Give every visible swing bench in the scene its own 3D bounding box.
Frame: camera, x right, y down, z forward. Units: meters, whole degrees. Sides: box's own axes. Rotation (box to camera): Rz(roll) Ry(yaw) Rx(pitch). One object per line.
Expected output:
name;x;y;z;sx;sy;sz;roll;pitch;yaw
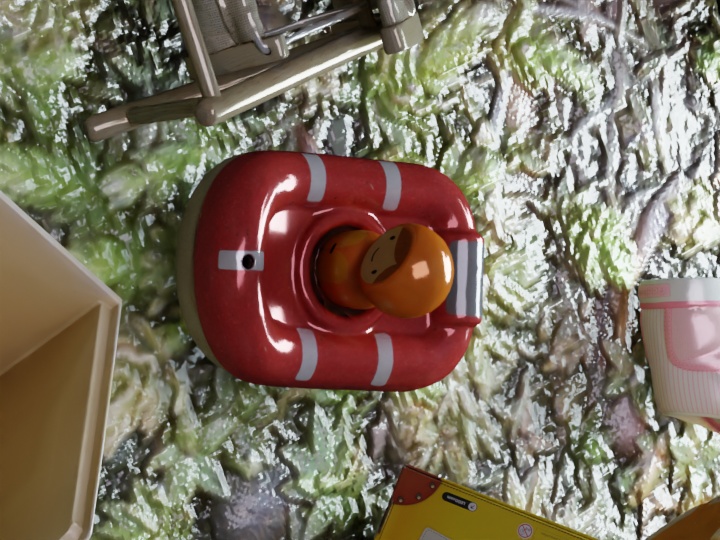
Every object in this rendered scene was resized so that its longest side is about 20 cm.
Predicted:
swing bench;-0.065;-0.195;1.456;0.199;0.129;0.200;-24;102;-34

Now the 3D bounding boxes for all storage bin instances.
storage bin;-0.221;0.036;1.303;0.200;0.093;0.199;44;25;-27

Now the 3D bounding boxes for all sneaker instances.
sneaker;0.263;0.056;1.718;0.199;0.075;0.106;0;85;-28

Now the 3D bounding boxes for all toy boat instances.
toy boat;0.000;0.000;1.497;0.199;0.130;0.132;4;87;-35

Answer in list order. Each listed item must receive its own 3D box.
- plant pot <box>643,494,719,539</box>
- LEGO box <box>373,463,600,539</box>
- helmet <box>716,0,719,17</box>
plant pot;0.234;0.241;1.639;0.200;0.200;0.184;-37;93;-30
LEGO box;0.087;0.218;1.522;0.199;0.077;0.150;21;73;9
helmet;0.318;-0.187;1.695;0.198;0.191;0.202;-2;104;-8
